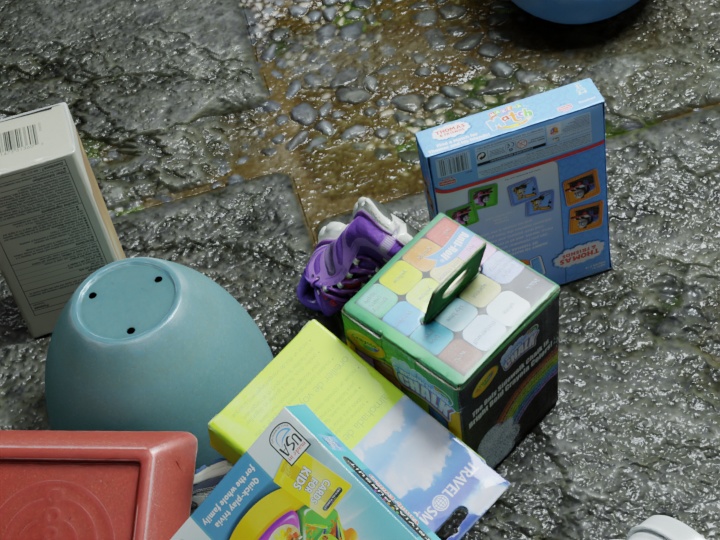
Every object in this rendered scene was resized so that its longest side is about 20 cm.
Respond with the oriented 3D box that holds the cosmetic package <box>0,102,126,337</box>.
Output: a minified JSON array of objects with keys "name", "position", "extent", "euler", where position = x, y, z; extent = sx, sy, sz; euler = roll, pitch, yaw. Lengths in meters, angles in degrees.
[{"name":"cosmetic package","position":[-0.274,-0.041,1.402],"extent":[0.105,0.200,0.071],"euler":[-15,46,-4]}]

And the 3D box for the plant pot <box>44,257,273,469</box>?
[{"name":"plant pot","position":[-0.179,0.068,1.329],"extent":[0.200,0.135,0.200],"euler":[-6,48,7]}]

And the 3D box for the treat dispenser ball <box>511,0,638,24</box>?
[{"name":"treat dispenser ball","position":[0.214,-0.346,1.576],"extent":[0.200,0.201,0.201],"euler":[-6,48,6]}]

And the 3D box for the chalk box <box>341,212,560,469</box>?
[{"name":"chalk box","position":[0.072,0.052,1.243],"extent":[0.124,0.200,0.125],"euler":[33,62,29]}]

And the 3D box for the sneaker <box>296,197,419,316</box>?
[{"name":"sneaker","position":[0.000,0.000,1.346],"extent":[0.081,0.200,0.084],"euler":[36,70,-8]}]

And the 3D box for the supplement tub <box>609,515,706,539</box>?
[{"name":"supplement tub","position":[0.161,0.272,1.073],"extent":[0.200,0.140,0.140],"euler":[-34,51,-18]}]

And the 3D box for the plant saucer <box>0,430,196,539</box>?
[{"name":"plant saucer","position":[-0.233,0.216,1.214],"extent":[0.200,0.037,0.200],"euler":[-1,70,14]}]

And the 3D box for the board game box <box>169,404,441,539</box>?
[{"name":"board game box","position":[-0.025,0.218,1.130],"extent":[0.200,0.047,0.151],"euler":[43,101,16]}]

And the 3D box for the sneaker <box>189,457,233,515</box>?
[{"name":"sneaker","position":[-0.055,0.193,1.234],"extent":[0.200,0.077,0.085],"euler":[-6,52,6]}]

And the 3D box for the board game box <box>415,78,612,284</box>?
[{"name":"board game box","position":[0.132,-0.055,1.332],"extent":[0.151,0.200,0.037],"euler":[-18,46,-5]}]

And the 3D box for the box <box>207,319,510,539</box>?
[{"name":"box","position":[-0.002,0.144,1.200],"extent":[0.200,0.048,0.122],"euler":[39,68,16]}]
